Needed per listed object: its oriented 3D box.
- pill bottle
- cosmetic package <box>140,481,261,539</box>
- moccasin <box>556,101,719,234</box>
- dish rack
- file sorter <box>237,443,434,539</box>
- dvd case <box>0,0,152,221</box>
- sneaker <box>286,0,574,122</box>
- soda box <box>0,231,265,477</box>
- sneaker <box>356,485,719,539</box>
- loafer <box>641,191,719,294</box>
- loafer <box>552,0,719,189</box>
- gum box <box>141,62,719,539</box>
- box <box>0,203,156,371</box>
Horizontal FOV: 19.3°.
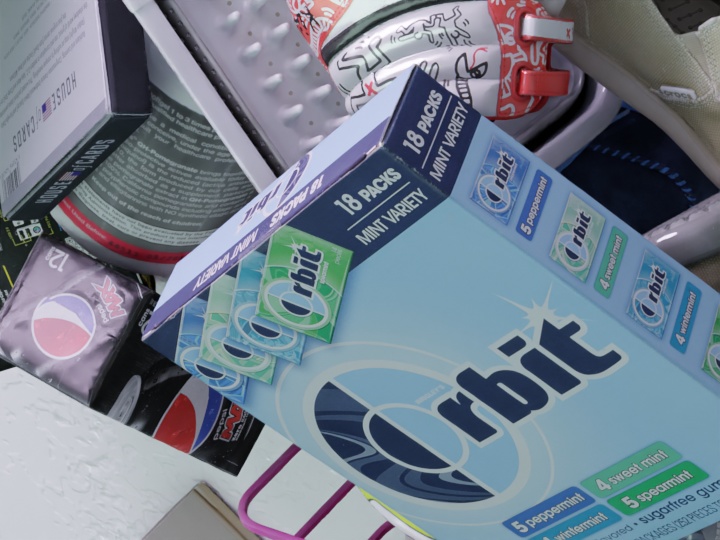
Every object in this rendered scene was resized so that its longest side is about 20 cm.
[{"bbox_3d":[-0.071,-0.092,0.961,0.111,0.111,0.200,42,141,4],"label":"pill bottle"},{"bbox_3d":[-0.064,0.235,1.264,0.200,0.073,0.104,45,141,1],"label":"cosmetic package"},{"bbox_3d":[0.060,-0.032,0.929,0.199,0.068,0.081,5,125,36],"label":"moccasin"},{"bbox_3d":[-0.004,-0.105,0.850,0.200,0.171,0.044,55,157,-5],"label":"dish rack"},{"bbox_3d":[0.036,0.172,1.074,0.125,0.139,0.201,14,131,37],"label":"file sorter"},{"bbox_3d":[-0.138,-0.139,0.945,0.150,0.025,0.201,-31,64,60],"label":"dvd case"},{"bbox_3d":[0.071,-0.121,0.782,0.201,0.067,0.108,-24,90,15],"label":"sneaker"},{"bbox_3d":[-0.107,0.047,1.067,0.071,0.063,0.200,27,175,22],"label":"soda box"},{"bbox_3d":[0.079,0.090,0.927,0.199,0.074,0.081,19,147,22],"label":"sneaker"},{"bbox_3d":[0.110,0.029,0.845,0.070,0.075,0.200,61,160,5],"label":"loafer"},{"bbox_3d":[0.150,-0.078,0.807,0.200,0.076,0.068,34,145,15],"label":"loafer"},{"bbox_3d":[0.045,0.033,0.781,0.200,0.045,0.170,35,141,-16],"label":"gum box"},{"bbox_3d":[-0.212,-0.040,1.107,0.159,0.049,0.201,-17,119,4],"label":"box"}]
